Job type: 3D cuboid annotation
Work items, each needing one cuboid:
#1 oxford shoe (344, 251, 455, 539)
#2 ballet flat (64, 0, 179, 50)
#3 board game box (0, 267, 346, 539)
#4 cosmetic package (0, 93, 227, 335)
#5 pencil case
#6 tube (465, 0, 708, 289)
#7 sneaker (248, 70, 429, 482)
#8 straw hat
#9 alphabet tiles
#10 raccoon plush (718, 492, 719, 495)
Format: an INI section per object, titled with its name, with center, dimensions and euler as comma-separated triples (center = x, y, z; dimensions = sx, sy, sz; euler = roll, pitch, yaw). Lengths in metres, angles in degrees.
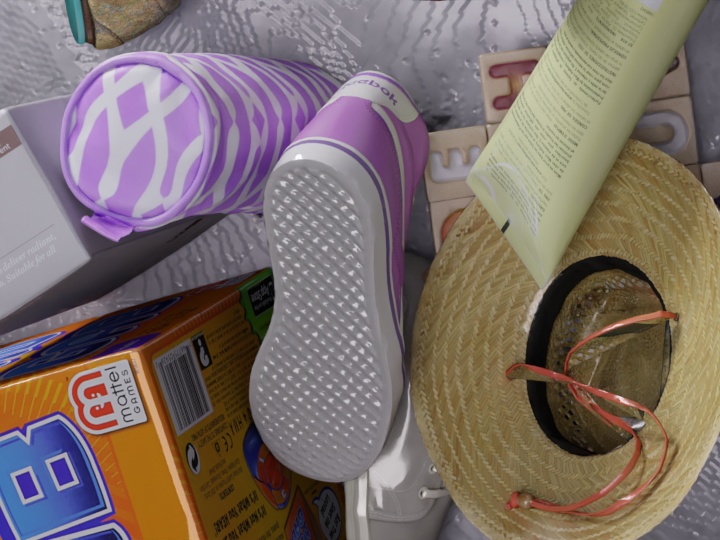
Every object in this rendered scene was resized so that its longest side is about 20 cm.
[oxford shoe]
center = 0.028, 0.089, 1.448
dimensions = 0.057, 0.075, 0.201
euler = 3, 97, 19
[ballet flat]
center = -0.128, -0.199, 1.412
dimensions = 0.070, 0.071, 0.201
euler = 1, 128, 16
[board game box]
center = -0.131, 0.136, 1.435
dimensions = 0.199, 0.200, 0.201
euler = -16, 96, 18
[cosmetic package]
center = -0.149, -0.028, 1.407
dimensions = 0.107, 0.200, 0.090
euler = -32, 90, 22
[pencil case]
center = -0.068, -0.060, 1.383
dimensions = 0.084, 0.200, 0.086
euler = 31, 102, 19
[tube]
center = 0.109, -0.092, 1.323
dimensions = 0.052, 0.058, 0.200
euler = 27, 120, -4
[sneaker]
center = 0.001, 0.000, 1.387
dimensions = 0.072, 0.114, 0.201
euler = 15, 129, 11
[straw hat]
center = 0.121, 0.045, 1.368
dimensions = 0.200, 0.085, 0.202
euler = -15, 67, 38
[alphabet tiles]
center = 0.119, -0.012, 1.409
dimensions = 0.166, 0.008, 0.201
euler = -8, 99, 0
[raccoon plush]
center = 0.258, 0.074, 1.391
dimensions = 0.199, 0.097, 0.135
euler = 18, 90, -20
